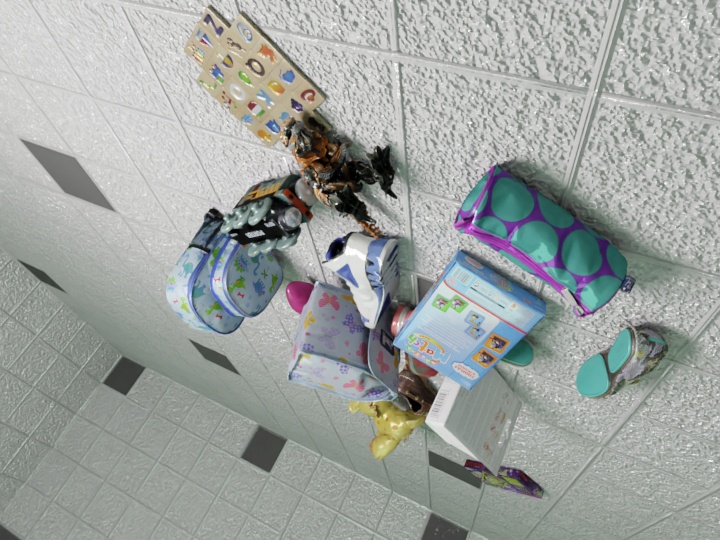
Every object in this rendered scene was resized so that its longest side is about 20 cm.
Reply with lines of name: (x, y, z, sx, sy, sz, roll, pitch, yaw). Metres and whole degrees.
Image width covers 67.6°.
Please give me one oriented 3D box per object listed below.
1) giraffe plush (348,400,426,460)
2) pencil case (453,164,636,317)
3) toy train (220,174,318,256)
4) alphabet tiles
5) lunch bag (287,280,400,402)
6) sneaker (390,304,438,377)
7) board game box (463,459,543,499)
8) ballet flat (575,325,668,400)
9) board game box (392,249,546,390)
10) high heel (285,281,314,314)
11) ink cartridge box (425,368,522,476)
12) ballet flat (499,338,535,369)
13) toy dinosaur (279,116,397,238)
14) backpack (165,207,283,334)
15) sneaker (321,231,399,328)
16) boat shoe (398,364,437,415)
giraffe plush: (0.058, 0.368, 1.381, 0.162, 0.172, 0.200, 48, 166, 10)
pencil case: (0.204, -0.030, 0.611, 0.199, 0.093, 0.085, 34, 153, -5)
toy train: (-0.136, -0.089, 0.816, 0.085, 0.115, 0.199, 42, 154, -26)
alphabet tiles: (-0.133, -0.235, 0.694, 0.200, 0.006, 0.166, 41, 150, -20)
lunch bag: (-0.016, 0.133, 0.988, 0.198, 0.171, 0.128, 22, 136, -11)
sneaker: (0.125, 0.146, 1.005, 0.086, 0.074, 0.201, 7, 145, 34)
board game box: (0.403, 0.590, 1.526, 0.120, 0.032, 0.199, 46, 150, -20)
ballet flat: (0.373, 0.140, 0.763, 0.071, 0.072, 0.201, 24, 153, 12)
board game box: (0.160, 0.083, 0.823, 0.150, 0.037, 0.201, 31, 128, -1)
high heel: (-0.064, 0.082, 1.089, 0.096, 0.068, 0.200, 16, 166, 44)
ink cartridge box: (0.220, 0.265, 1.013, 0.050, 0.162, 0.200, 0, 141, 47)
ballet flat: (0.192, 0.110, 0.900, 0.198, 0.070, 0.070, 25, 153, 9)
toy dinosaur: (-0.023, -0.121, 0.715, 0.199, 0.103, 0.135, 24, 177, -40)
backpack: (-0.257, 0.017, 1.026, 0.146, 0.201, 0.184, 9, 146, 35)
sneaker: (0.000, 0.000, 0.891, 0.114, 0.081, 0.200, 25, 147, 19)
boat shoe: (0.137, 0.300, 1.257, 0.070, 0.071, 0.200, 1, 142, 42)
